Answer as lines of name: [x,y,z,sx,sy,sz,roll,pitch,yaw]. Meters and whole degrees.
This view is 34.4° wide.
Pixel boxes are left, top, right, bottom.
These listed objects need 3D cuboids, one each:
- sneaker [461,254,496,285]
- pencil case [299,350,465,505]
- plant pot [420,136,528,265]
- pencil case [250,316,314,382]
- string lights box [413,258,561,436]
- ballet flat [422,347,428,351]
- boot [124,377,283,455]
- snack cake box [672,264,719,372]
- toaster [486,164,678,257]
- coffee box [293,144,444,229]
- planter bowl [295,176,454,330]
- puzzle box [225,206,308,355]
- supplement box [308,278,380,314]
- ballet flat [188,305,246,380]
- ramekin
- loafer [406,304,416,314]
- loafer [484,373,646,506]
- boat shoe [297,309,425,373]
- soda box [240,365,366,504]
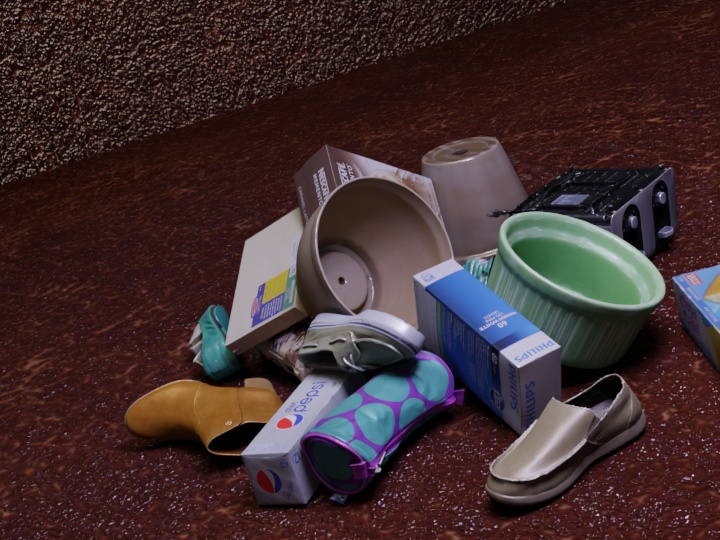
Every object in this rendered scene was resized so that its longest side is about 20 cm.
sneaker: [0.190,0.025,1.550,0.087,0.075,0.200,18,-10,-14]
pencil case: [0.025,0.165,1.272,0.092,0.085,0.200,21,36,28]
plant pot: [0.167,-0.099,1.729,0.200,0.174,0.200,-14,19,5]
pencil case: [-0.086,0.101,1.536,0.089,0.078,0.200,-31,24,-20]
string lights box: [0.138,0.083,1.299,0.059,0.103,0.200,-24,40,-21]
ballet flat: [0.161,0.077,1.427,0.200,0.073,0.073,-19,20,-14]
boot: [-0.191,0.184,1.406,0.201,0.071,0.144,-12,17,-3]
snack cake box: [0.431,0.056,1.273,0.115,0.067,0.200,-16,20,2]
toaster: [0.313,-0.063,1.599,0.200,0.119,0.181,4,27,42]
coffee box: [0.015,-0.084,1.605,0.200,0.115,0.080,13,-39,-40]
planter bowl: [0.000,0.000,1.461,0.200,0.200,0.135,-32,0,-36]
puzzle box: [-0.117,0.009,1.573,0.133,0.025,0.200,-29,37,32]
supplement box: [-0.022,0.022,1.604,0.200,0.067,0.069,0,59,22]
ballet flat: [-0.211,0.103,1.653,0.070,0.067,0.200,-32,19,-3]
ramekin: [0.241,0.025,1.350,0.200,0.098,0.200,14,29,-8]
loafer: [0.083,0.063,1.517,0.200,0.068,0.076,-10,21,16]
loafer: [0.200,0.165,1.164,0.200,0.068,0.076,-28,23,-29]
boat shoe: [0.000,0.089,1.326,0.200,0.072,0.062,-5,51,57]
soda box: [-0.055,0.181,1.316,0.063,0.068,0.200,-7,22,28]
